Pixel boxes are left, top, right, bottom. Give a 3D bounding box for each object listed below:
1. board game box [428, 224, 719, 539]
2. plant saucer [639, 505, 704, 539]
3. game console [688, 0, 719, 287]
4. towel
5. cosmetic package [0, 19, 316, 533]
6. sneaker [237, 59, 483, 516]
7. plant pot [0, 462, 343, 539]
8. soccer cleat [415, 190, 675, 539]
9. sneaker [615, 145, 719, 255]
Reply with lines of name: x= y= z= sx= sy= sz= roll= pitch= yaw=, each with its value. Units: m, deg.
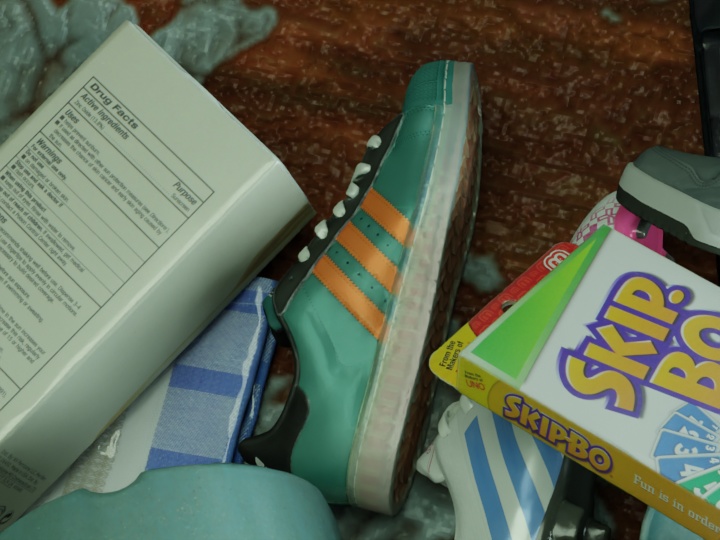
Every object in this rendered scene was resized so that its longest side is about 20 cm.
board game box: x=0.129 y=0.051 z=0.935 sx=0.200 sy=0.030 sz=0.096 roll=29 pitch=51 yaw=29
plant saucer: x=0.209 y=0.124 z=0.979 sx=0.200 sy=0.036 sz=0.200 roll=-4 pitch=79 yaw=18
game console: x=0.223 y=-0.069 z=1.009 sx=0.176 sy=0.116 sz=0.200 roll=-7 pitch=70 yaw=11
towel: x=-0.142 y=0.052 z=1.106 sx=0.200 sy=0.024 sz=0.147 roll=12 pitch=76 yaw=17
cosmetic package: x=-0.127 y=0.004 z=1.066 sx=0.200 sy=0.071 sz=0.105 roll=-44 pitch=68 yaw=-3
sneaker: x=0.000 y=0.000 z=1.063 sx=0.080 sy=0.071 sz=0.200 roll=11 pitch=76 yaw=12
plant pot: x=-0.063 y=0.193 z=0.960 sx=0.200 sy=0.200 sz=0.196 roll=-19 pitch=61 yaw=7
soccer cleat: x=0.069 y=0.055 z=1.030 sx=0.086 sy=0.070 sz=0.200 roll=7 pitch=70 yaw=28
sneaker: x=0.195 y=-0.052 z=0.957 sx=0.200 sy=0.084 sz=0.121 roll=19 pitch=96 yaw=37
